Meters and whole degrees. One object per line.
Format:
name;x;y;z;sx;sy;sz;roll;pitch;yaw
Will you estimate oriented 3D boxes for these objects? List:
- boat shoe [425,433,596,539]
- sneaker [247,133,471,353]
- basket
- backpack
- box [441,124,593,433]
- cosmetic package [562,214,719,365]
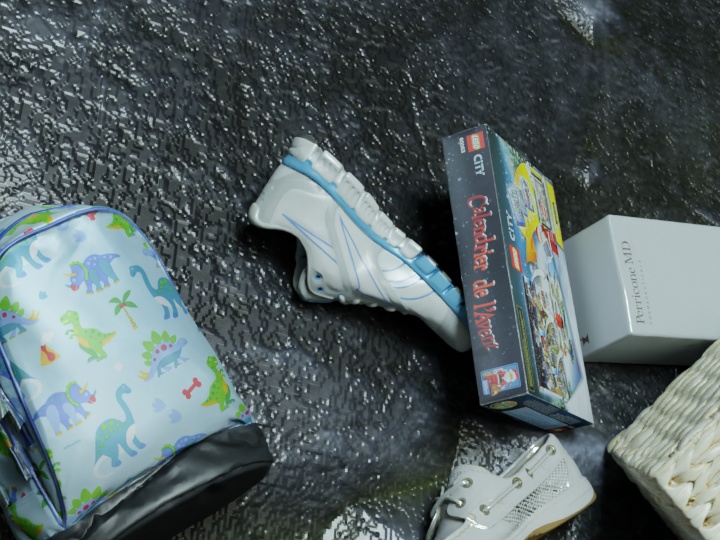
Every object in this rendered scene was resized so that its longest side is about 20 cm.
boat shoe;0.078;0.168;0.856;0.199;0.071;0.070;-20;79;-43
sneaker;0.000;0.000;0.891;0.200;0.075;0.087;43;88;-16
basket;0.302;0.134;0.886;0.200;0.198;0.161;-43;88;0
backpack;-0.160;0.060;0.731;0.162;0.154;0.201;-25;70;-28
box;0.117;0.009;0.921;0.136;0.037;0.202;27;52;-57
cosmetic package;0.267;0.020;1.024;0.199;0.071;0.102;3;68;-28
